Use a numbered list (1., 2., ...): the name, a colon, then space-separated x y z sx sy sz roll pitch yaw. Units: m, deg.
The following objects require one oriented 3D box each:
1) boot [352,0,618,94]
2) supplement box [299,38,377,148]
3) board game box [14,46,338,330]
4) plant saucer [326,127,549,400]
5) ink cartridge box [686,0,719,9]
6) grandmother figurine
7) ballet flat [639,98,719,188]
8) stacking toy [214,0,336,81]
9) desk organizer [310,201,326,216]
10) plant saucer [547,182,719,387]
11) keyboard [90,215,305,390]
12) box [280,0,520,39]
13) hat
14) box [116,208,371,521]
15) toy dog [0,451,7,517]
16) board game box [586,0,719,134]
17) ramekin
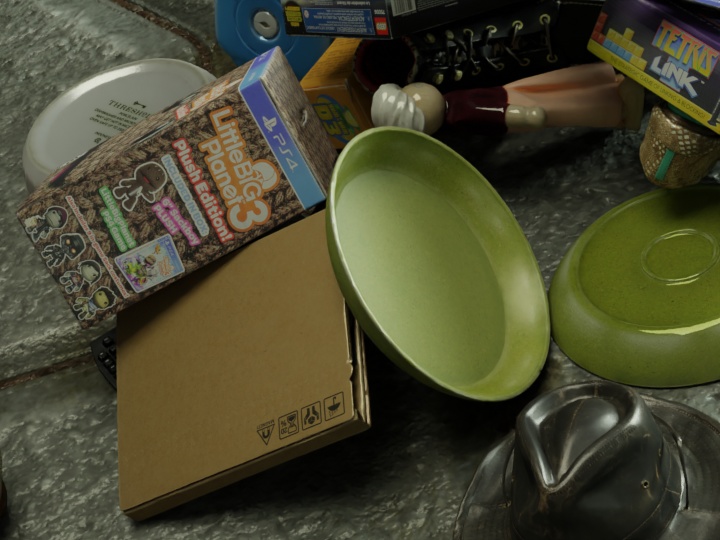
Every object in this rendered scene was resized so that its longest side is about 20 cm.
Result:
1. boot: 0.108 -0.171 1.540 0.203 0.074 0.153 4 17 45
2. supplement box: 0.027 -0.186 1.644 0.068 0.067 0.200 -3 38 39
3. board game box: -0.126 -0.062 1.427 0.199 0.097 0.160 -28 11 7
4. plant saucer: 0.046 0.000 1.321 0.031 0.200 0.201 -33 26 37
5. ink cartridge box: 0.195 -0.226 1.406 0.196 0.047 0.200 16 11 5
6. grandmother figurine: 0.105 -0.123 1.493 0.198 0.061 0.121 -4 -3 -11
7. ballet flat: 0.239 -0.101 1.434 0.070 0.066 0.200 31 23 15
8. stacking toy: -0.036 -0.257 1.754 0.115 0.110 0.200 19 39 20
9. desk organizer: 0.000 0.000 1.430 0.076 0.072 0.201 3 43 24
10. plant saucer: 0.221 0.000 1.362 0.199 0.031 0.201 -12 38 10
11. keyboard: -0.119 0.012 1.492 0.199 0.040 0.104 -33 43 -18
12. box: 0.056 -0.220 1.541 0.199 0.040 0.137 -20 19 -33
13. hat: 0.138 0.123 1.205 0.199 0.081 0.201 -12 39 10
14. box: -0.084 0.062 1.335 0.199 0.021 0.164 -24 54 28
15. toy dog: -0.344 0.145 1.356 0.199 0.140 0.195 -15 54 5
16. board game box: 0.282 -0.128 1.373 0.165 0.057 0.200 1 30 -46
17. ramekin: -0.180 -0.087 1.600 0.201 0.095 0.203 -13 38 10
